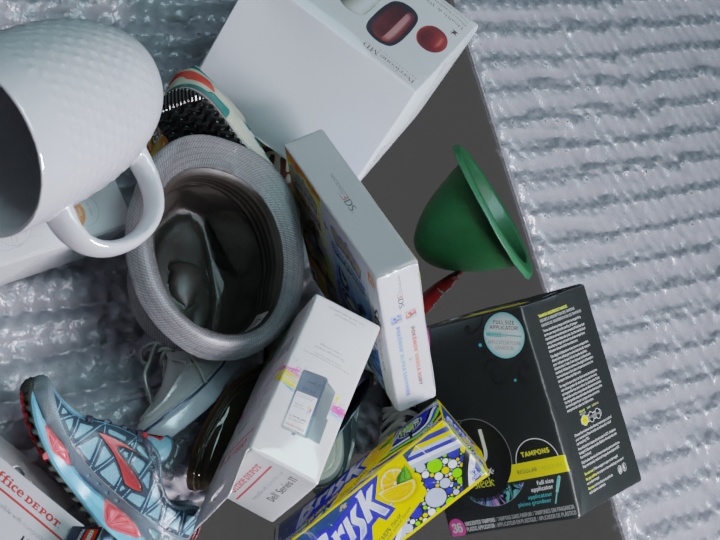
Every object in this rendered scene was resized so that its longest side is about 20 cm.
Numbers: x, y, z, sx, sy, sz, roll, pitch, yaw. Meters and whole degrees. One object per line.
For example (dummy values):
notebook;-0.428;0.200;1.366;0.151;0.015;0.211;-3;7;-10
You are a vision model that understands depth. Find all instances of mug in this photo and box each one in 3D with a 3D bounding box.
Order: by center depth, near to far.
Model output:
mug;-0.233;-0.103;1.171;0.175;0.148;0.200;-36;96;-48

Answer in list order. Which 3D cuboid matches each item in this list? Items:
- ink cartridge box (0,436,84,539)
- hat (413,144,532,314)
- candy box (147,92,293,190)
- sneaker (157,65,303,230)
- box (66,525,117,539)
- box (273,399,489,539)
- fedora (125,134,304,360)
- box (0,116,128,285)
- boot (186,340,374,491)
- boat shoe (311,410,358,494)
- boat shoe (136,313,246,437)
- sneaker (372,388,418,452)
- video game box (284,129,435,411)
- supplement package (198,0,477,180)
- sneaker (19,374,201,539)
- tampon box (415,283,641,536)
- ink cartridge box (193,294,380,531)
ink cartridge box;-0.304;0.218;1.163;0.116;0.068;0.200;44;51;-17
hat;0.071;-0.021;1.584;0.166;0.176;0.200;60;11;1
candy box;-0.121;-0.102;1.443;0.200;0.055;0.116;5;70;-37
sneaker;-0.113;-0.106;1.367;0.200;0.070;0.093;53;21;-27
box;-0.189;0.317;1.187;0.200;0.040;0.137;52;47;-36
box;0.016;0.210;1.334;0.070;0.200;0.064;49;7;-11
fedora;-0.141;-0.009;1.290;0.177;0.090;0.200;13;64;-35
box;-0.316;-0.054;1.246;0.200;0.097;0.125;-21;86;-41
boot;-0.072;0.135;1.336;0.097;0.075;0.200;23;53;20
boat shoe;-0.035;0.123;1.428;0.062;0.073;0.200;71;19;-56
boat shoe;-0.157;0.074;1.332;0.086;0.075;0.202;50;48;-11
sneaker;0.039;0.143;1.451;0.199;0.079;0.130;-19;83;-41
video game box;0.000;0.000;1.337;0.047;0.182;0.200;-22;47;-14
supplement package;-0.023;-0.213;1.444;0.191;0.147;0.200;36;35;0
sneaker;-0.207;0.158;1.240;0.095;0.079;0.200;-37;106;-12
tampon box;0.150;0.132;1.402;0.126;0.150;0.200;-15;88;-52
ink cartridge box;-0.063;0.134;1.243;0.067;0.117;0.200;29;58;-8
